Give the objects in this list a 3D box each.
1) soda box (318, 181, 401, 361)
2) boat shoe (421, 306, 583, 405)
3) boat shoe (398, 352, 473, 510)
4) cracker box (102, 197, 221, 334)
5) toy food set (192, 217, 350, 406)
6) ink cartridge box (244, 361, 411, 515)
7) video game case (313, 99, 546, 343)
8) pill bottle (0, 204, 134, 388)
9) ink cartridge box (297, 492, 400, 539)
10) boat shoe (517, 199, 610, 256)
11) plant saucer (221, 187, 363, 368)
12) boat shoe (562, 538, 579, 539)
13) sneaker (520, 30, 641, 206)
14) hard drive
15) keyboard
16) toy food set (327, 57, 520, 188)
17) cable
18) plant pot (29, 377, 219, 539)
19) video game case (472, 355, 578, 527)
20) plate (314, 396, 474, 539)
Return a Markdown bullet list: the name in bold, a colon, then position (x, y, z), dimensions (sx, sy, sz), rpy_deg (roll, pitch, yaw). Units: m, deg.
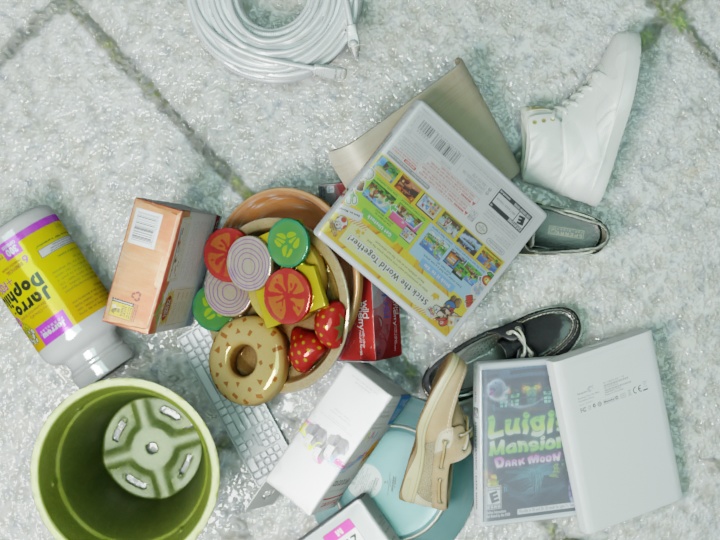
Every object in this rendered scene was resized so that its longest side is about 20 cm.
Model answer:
- **soda box**: position (0.000, 0.000, 1.616), dimensions (0.069, 0.063, 0.202), rpy_deg (-1, 93, 31)
- **boat shoe**: position (0.161, 0.094, 1.623), dimensions (0.198, 0.060, 0.074), rpy_deg (-22, 75, 2)
- **boat shoe**: position (0.095, 0.179, 1.574), dimensions (0.064, 0.071, 0.201), rpy_deg (18, 124, 7)
- **cracker box**: position (-0.214, -0.006, 1.560), dimensions (0.057, 0.200, 0.135), rpy_deg (16, 92, 6)
- **toy food set**: position (-0.100, 0.038, 1.571), dimensions (0.199, 0.048, 0.200), rpy_deg (-23, 82, 30)
- **ink cartridge box**: position (-0.034, 0.202, 1.585), dimensions (0.068, 0.115, 0.201), rpy_deg (36, 94, 13)
- **video game case**: position (0.078, -0.051, 1.545), dimensions (0.200, 0.023, 0.183), rpy_deg (39, 88, -20)
- **pill bottle**: position (-0.341, 0.034, 1.613), dimensions (0.104, 0.104, 0.201), rpy_deg (-35, 91, 2)
- **ink cartridge box**: position (-0.024, 0.382, 1.631), dimensions (0.199, 0.044, 0.174), rpy_deg (-37, 86, 11)
- **boat shoe**: position (0.184, -0.052, 1.621), dimensions (0.198, 0.064, 0.072), rpy_deg (3, 92, 1)
- **plant saucer**: position (-0.078, 0.007, 1.605), dimensions (0.198, 0.037, 0.203), rpy_deg (3, 95, 30)
- **boat shoe**: position (0.177, 0.366, 1.634), dimensions (0.199, 0.063, 0.074), rpy_deg (-18, 91, 1)
- **sneaker**: position (0.242, -0.184, 1.612), dimensions (0.114, 0.074, 0.202), rpy_deg (15, 93, -3)
- **hard drive**: position (0.288, 0.180, 1.610), dimensions (0.131, 0.026, 0.202), rpy_deg (-16, 100, -20)
- **keyboard**: position (-0.143, 0.153, 1.660), dimensions (0.056, 0.011, 0.201), rpy_deg (-29, 91, 2)
- **toy food set**: position (0.074, -0.125, 1.588), dimensions (0.199, 0.060, 0.144), rpy_deg (-38, 109, -20)
- **cable**: position (-0.096, -0.313, 1.617), dimensions (0.198, 0.069, 0.202), rpy_deg (1, 91, 2)
- **plant pot**: position (-0.242, 0.208, 1.574), dimensions (0.198, 0.190, 0.202), rpy_deg (0, 92, 1)
- **video game case**: position (0.219, 0.188, 1.609), dimensions (0.198, 0.023, 0.184), rpy_deg (-3, 95, -21)
- **plate**: position (0.036, 0.245, 1.652), dimensions (0.198, 0.026, 0.203), rpy_deg (0, 92, 1)
